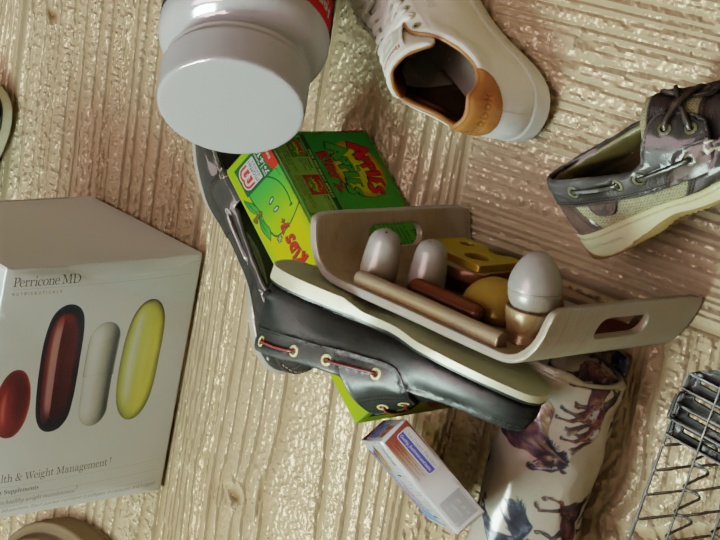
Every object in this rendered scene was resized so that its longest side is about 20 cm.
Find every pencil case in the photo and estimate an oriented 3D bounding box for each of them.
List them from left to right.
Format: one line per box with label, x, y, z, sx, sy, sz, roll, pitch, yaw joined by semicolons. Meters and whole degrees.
pencil case;0.109;0.140;1.225;0.078;0.089;0.201;16;107;13

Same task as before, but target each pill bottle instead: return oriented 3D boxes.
pill bottle;-0.071;-0.185;1.290;0.114;0.114;0.201;-30;42;42

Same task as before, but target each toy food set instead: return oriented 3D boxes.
toy food set;0.086;-0.002;1.187;0.200;0.143;0.061;25;111;41

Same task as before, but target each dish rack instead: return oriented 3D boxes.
dish rack;0.223;0.162;1.132;0.153;0.054;0.201;29;111;38

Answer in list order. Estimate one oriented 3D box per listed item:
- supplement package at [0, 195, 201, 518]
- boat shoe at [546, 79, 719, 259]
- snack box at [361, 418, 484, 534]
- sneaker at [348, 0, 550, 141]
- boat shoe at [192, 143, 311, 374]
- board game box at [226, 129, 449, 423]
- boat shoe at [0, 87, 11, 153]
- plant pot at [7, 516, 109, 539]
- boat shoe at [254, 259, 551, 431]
supplement package;-0.250;0.062;1.488;0.147;0.191;0.201;25;111;40
boat shoe;0.185;-0.072;1.123;0.065;0.073;0.200;42;131;-14
snack box;0.036;0.127;1.225;0.024;0.200;0.072;-41;89;-5
sneaker;0.036;-0.158;1.265;0.200;0.084;0.073;47;125;35
boat shoe;-0.062;-0.026;1.382;0.057;0.067;0.201;-21;85;54
board game box;0.000;0.000;1.300;0.048;0.101;0.200;-44;64;37
boat shoe;-0.354;-0.066;1.661;0.074;0.063;0.202;36;119;34
plant pot;-0.267;0.307;1.596;0.200;0.093;0.202;3;95;44
boat shoe;0.023;0.055;1.179;0.201;0.074;0.063;22;101;29
